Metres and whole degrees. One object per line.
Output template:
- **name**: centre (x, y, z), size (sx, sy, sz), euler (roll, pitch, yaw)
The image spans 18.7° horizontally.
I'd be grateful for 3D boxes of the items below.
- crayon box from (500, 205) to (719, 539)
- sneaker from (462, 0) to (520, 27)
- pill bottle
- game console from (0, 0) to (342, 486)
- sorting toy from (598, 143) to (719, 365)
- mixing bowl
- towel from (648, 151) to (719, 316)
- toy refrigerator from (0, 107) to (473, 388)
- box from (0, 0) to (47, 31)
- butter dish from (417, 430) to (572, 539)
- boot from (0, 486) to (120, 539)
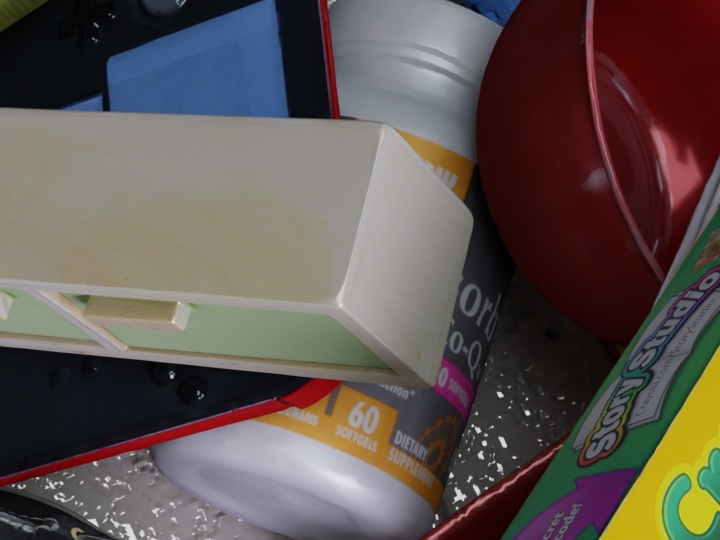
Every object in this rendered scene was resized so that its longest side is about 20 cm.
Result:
- **crayon box**: centre (0.143, 0.087, 0.664), size (0.173, 0.058, 0.200), euler (49, 56, -17)
- **sneaker**: centre (0.067, -0.119, 0.934), size (0.078, 0.066, 0.202), euler (-10, 78, -5)
- **pill bottle**: centre (0.000, 0.000, 0.854), size (0.115, 0.116, 0.202), euler (21, 72, -9)
- **game console**: centre (-0.087, -0.027, 0.816), size (0.175, 0.031, 0.202), euler (-14, 61, 15)
- **sorting toy**: centre (0.207, 0.033, 0.925), size (0.198, 0.070, 0.201), euler (-27, 84, -19)
- **mixing bowl**: centre (0.115, -0.046, 0.810), size (0.199, 0.108, 0.202), euler (13, 69, -39)
- **towel**: centre (0.182, 0.037, 0.757), size (0.200, 0.023, 0.145), euler (42, 55, -22)
- **toy refrigerator**: centre (-0.070, -0.007, 0.739), size (0.198, 0.076, 0.071), euler (5, 70, 28)
- **box**: centre (-0.191, -0.104, 0.834), size (0.199, 0.050, 0.076), euler (-32, 86, -1)
- **butter dish**: centre (0.113, 0.148, 0.750), size (0.199, 0.148, 0.200), euler (-34, 82, -7)
- **boot**: centre (-0.093, 0.128, 0.776), size (0.199, 0.151, 0.074), euler (29, 77, -6)
